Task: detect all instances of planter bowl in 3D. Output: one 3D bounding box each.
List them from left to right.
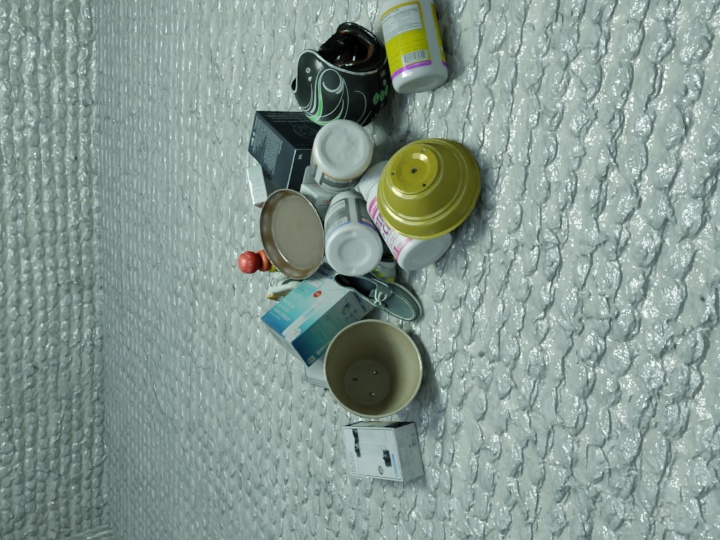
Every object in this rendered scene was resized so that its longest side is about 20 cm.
[{"bbox_3d":[0.108,-0.163,1.237,0.199,0.083,0.201,-7,70,21],"label":"planter bowl"}]

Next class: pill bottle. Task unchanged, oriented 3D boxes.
[{"bbox_3d":[-0.043,-0.223,1.400,0.200,0.116,0.117,149,112,-82],"label":"pill bottle"},{"bbox_3d":[-0.017,-0.083,1.424,0.200,0.113,0.114,-96,18,-61],"label":"pill bottle"},{"bbox_3d":[0.082,-0.109,1.343,0.200,0.113,0.114,60,139,27],"label":"pill bottle"},{"bbox_3d":[0.094,-0.437,1.276,0.104,0.104,0.201,-16,82,54],"label":"pill bottle"}]

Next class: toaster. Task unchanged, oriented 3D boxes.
[{"bbox_3d":[-0.056,0.197,1.588,0.129,0.113,0.201,8,101,51],"label":"toaster"}]

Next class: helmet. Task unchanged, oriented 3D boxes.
[{"bbox_3d":[-0.039,-0.376,1.398,0.201,0.199,0.191,62,154,26],"label":"helmet"}]

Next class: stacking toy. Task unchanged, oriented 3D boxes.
[{"bbox_3d":[-0.201,-0.027,1.669,0.085,0.199,0.086,13,106,51],"label":"stacking toy"}]

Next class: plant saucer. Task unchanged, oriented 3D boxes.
[{"bbox_3d":[-0.144,-0.081,1.523,0.200,0.032,0.201,15,114,38],"label":"plant saucer"}]

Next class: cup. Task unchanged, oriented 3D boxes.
[{"bbox_3d":[0.020,0.219,1.448,0.143,0.199,0.201,104,147,-68],"label":"cup"}]

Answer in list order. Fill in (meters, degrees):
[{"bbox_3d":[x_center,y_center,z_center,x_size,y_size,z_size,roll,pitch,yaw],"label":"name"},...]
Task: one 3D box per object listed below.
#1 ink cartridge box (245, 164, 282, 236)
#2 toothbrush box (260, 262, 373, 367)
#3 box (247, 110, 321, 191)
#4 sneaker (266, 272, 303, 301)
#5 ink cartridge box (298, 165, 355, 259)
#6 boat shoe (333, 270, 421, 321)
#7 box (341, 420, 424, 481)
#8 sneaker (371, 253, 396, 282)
[{"bbox_3d":[-0.212,-0.153,1.691,0.043,0.200,0.175,-12,85,10],"label":"ink cartridge box"},{"bbox_3d":[-0.095,0.092,1.519,0.146,0.200,0.085,30,155,51],"label":"toothbrush box"},{"bbox_3d":[-0.144,-0.277,1.591,0.200,0.148,0.107,46,131,39],"label":"box"},{"bbox_3d":[-0.189,0.026,1.750,0.200,0.075,0.088,-15,62,63],"label":"sneaker"},{"bbox_3d":[-0.079,-0.131,1.556,0.068,0.116,0.201,41,128,41],"label":"ink cartridge box"},{"bbox_3d":[0.031,0.050,1.420,0.200,0.062,0.073,34,123,8],"label":"boat shoe"},{"bbox_3d":[0.045,0.395,1.529,0.200,0.060,0.117,-14,85,54],"label":"box"},{"bbox_3d":[0.000,0.000,1.508,0.200,0.075,0.077,8,102,54],"label":"sneaker"}]
